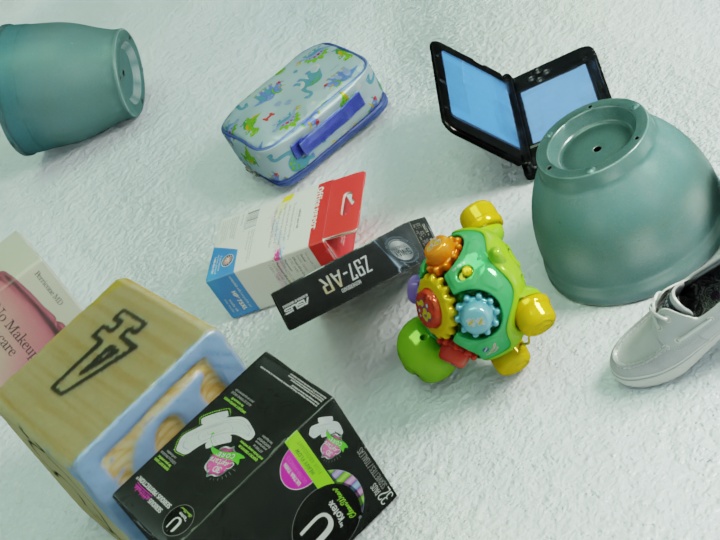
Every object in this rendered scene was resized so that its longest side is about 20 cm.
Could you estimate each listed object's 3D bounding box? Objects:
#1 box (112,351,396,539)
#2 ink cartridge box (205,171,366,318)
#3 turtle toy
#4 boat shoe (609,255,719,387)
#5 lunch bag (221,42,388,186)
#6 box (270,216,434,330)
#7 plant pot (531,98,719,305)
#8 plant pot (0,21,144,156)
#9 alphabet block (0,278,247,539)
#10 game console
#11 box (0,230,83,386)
[{"bbox_3d":[-0.096,0.208,1.377,0.200,0.149,0.124,-42,36,-15],"label":"box"},{"bbox_3d":[-0.073,-0.031,1.732,0.199,0.067,0.117,-18,37,21],"label":"ink cartridge box"},{"bbox_3d":[0.097,0.038,1.435,0.100,0.200,0.146,-15,62,-25],"label":"turtle toy"},{"bbox_3d":[0.292,0.036,1.313,0.199,0.068,0.072,-31,46,33],"label":"boat shoe"},{"bbox_3d":[-0.072,-0.202,1.933,0.200,0.083,0.160,-42,34,-13],"label":"lunch bag"},{"bbox_3d":[0.000,0.000,1.563,0.159,0.044,0.200,-27,0,7],"label":"box"},{"bbox_3d":[0.252,-0.084,1.476,0.199,0.135,0.201,-21,35,16],"label":"plant pot"},{"bbox_3d":[-0.432,-0.285,2.249,0.186,0.201,0.201,-7,39,9],"label":"plant pot"},{"bbox_3d":[-0.216,0.156,1.504,0.196,0.196,0.199,-43,34,-18],"label":"alphabet block"},{"bbox_3d":[0.186,-0.209,1.701,0.175,0.117,0.201,-23,35,14],"label":"game console"},{"bbox_3d":[-0.458,0.071,1.863,0.200,0.128,0.109,-40,35,-10],"label":"box"}]
